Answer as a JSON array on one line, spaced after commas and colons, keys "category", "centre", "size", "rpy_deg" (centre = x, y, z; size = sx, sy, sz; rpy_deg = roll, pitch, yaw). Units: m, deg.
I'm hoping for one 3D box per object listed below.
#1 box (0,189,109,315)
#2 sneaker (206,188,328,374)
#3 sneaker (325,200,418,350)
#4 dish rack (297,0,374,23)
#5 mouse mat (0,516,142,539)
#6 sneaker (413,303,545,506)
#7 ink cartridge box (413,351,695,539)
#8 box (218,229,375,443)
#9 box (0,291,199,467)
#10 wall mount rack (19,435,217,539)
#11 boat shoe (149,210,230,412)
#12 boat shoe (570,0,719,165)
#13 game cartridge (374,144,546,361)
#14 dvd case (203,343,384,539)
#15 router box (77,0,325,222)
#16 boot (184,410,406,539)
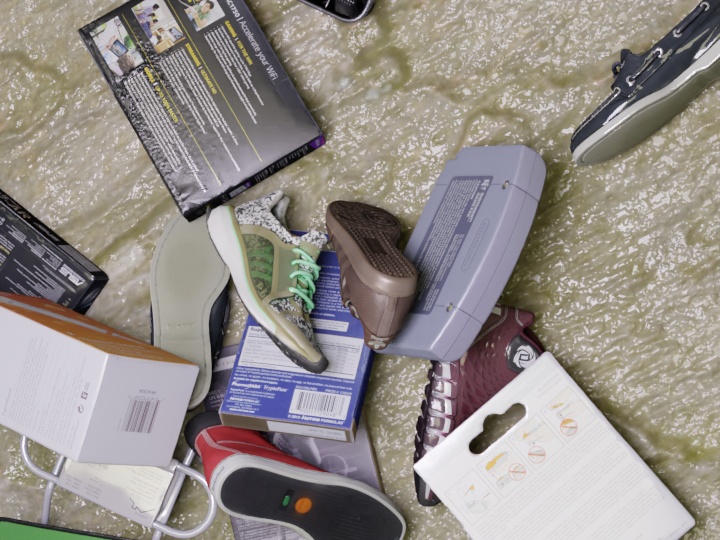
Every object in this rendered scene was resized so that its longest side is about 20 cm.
[{"category": "box", "centre": [-0.363, 0.010, 1.842], "size": [0.200, 0.044, 0.160], "rpy_deg": [37, 98, 10]}, {"category": "sneaker", "centre": [-0.065, 0.001, 1.704], "size": [0.089, 0.077, 0.200], "rpy_deg": [-33, 58, 5]}, {"category": "sneaker", "centre": [0.000, 0.000, 1.691], "size": [0.070, 0.200, 0.076], "rpy_deg": [12, 109, -12]}, {"category": "dish rack", "centre": [-0.020, -0.338, 1.754], "size": [0.153, 0.055, 0.200], "rpy_deg": [27, 96, 10]}, {"category": "mouse mat", "centre": [-0.250, 0.311, 1.808], "size": [0.200, 0.008, 0.161], "rpy_deg": [7, 116, 12]}, {"category": "sneaker", "centre": [0.114, 0.122, 1.722], "size": [0.115, 0.076, 0.200], "rpy_deg": [8, 106, -5]}, {"category": "ink cartridge box", "centre": [0.168, 0.197, 1.700], "size": [0.162, 0.050, 0.200], "rpy_deg": [-41, 85, 0]}, {"category": "box", "centre": [-0.044, 0.056, 1.741], "size": [0.121, 0.032, 0.200], "rpy_deg": [7, 58, 12]}, {"category": "box", "centre": [-0.263, 0.093, 1.701], "size": [0.200, 0.124, 0.098], "rpy_deg": [20, 95, 34]}, {"category": "wall mount rack", "centre": [-0.227, 0.213, 1.802], "size": [0.200, 0.075, 0.174], "rpy_deg": [23, 92, 12]}, {"category": "boat shoe", "centre": [-0.158, 0.039, 1.782], "size": [0.074, 0.066, 0.200], "rpy_deg": [1, 68, -8]}, {"category": "boat shoe", "centre": [0.254, -0.171, 1.679], "size": [0.199, 0.074, 0.066], "rpy_deg": [-40, 69, 16]}, {"category": "game cartridge", "centre": [0.086, -0.015, 1.675], "size": [0.042, 0.133, 0.200], "rpy_deg": [33, 76, -31]}, {"category": "dvd case", "centre": [-0.063, 0.158, 1.789], "size": [0.148, 0.016, 0.200], "rpy_deg": [-14, 88, 14]}, {"category": "router box", "centre": [-0.145, -0.167, 1.772], "size": [0.149, 0.051, 0.200], "rpy_deg": [-30, 84, -2]}, {"category": "boot", "centre": [-0.060, 0.186, 1.747], "size": [0.200, 0.144, 0.073], "rpy_deg": [24, 101, -26]}]
